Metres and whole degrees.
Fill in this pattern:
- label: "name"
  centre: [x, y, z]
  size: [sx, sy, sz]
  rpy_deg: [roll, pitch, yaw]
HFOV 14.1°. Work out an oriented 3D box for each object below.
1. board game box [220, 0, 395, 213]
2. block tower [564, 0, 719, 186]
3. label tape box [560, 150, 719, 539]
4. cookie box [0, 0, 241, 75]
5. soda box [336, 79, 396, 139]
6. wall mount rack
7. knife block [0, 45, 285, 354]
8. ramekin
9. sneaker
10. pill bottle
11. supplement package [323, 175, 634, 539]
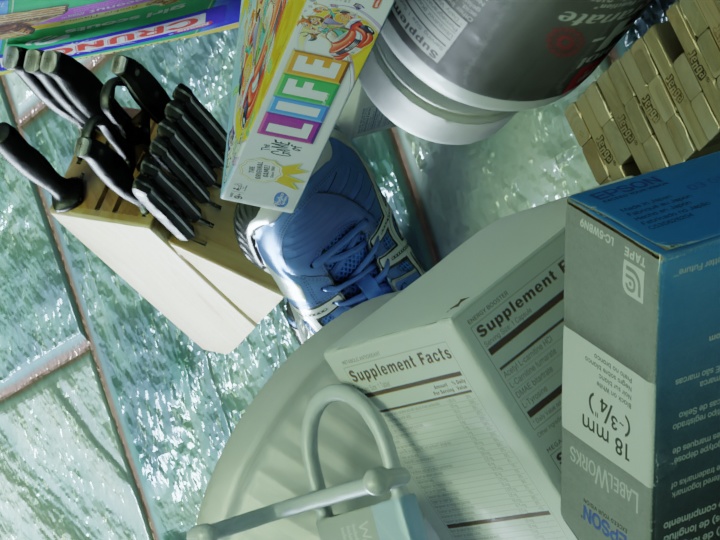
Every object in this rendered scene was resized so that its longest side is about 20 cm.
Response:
- label: "board game box"
  centre: [-0.014, -0.132, 1.193]
  size: [0.200, 0.034, 0.135]
  rpy_deg: [118, 160, -57]
- label: "block tower"
  centre: [0.148, -0.082, 1.124]
  size: [0.058, 0.054, 0.200]
  rpy_deg: [65, 150, 14]
- label: "label tape box"
  centre: [0.148, 0.056, 1.101]
  size: [0.063, 0.144, 0.201]
  rpy_deg: [32, 131, 49]
- label: "cookie box"
  centre: [-0.129, -0.154, 1.397]
  size: [0.200, 0.170, 0.076]
  rpy_deg: [146, 111, -79]
- label: "soda box"
  centre: [0.019, -0.160, 1.299]
  size: [0.068, 0.063, 0.201]
  rpy_deg: [50, 143, 35]
- label: "wall mount rack"
  centre: [0.005, 0.144, 1.146]
  size: [0.173, 0.074, 0.201]
  rpy_deg: [-23, 83, 57]
- label: "knife block"
  centre: [-0.112, -0.040, 1.451]
  size: [0.064, 0.175, 0.200]
  rpy_deg: [-66, 7, -18]
- label: "ramekin"
  centre: [0.026, 0.118, 1.304]
  size: [0.094, 0.202, 0.204]
  rpy_deg: [29, 129, 37]
- label: "sneaker"
  centre: [0.000, 0.000, 1.368]
  size: [0.077, 0.076, 0.200]
  rpy_deg: [39, 171, 29]
- label: "pill bottle"
  centre: [0.067, -0.133, 1.180]
  size: [0.111, 0.110, 0.200]
  rpy_deg: [64, 150, 16]
- label: "supplement package"
  centre: [0.098, 0.080, 1.183]
  size: [0.201, 0.109, 0.114]
  rpy_deg: [58, 151, -9]
